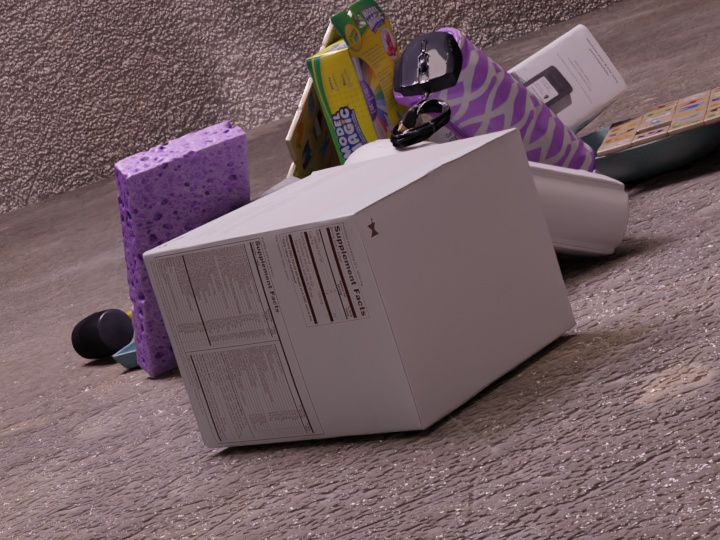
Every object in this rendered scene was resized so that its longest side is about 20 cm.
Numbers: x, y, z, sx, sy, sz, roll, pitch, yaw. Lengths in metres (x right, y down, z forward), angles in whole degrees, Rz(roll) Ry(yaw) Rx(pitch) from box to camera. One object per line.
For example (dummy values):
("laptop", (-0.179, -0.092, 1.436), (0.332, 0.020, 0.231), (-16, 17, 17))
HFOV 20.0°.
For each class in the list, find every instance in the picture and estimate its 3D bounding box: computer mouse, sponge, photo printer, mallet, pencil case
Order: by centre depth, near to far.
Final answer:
("photo printer", (0.090, -0.059, 1.626), (0.198, 0.070, 0.166), (9, 1, -24))
("computer mouse", (0.048, -0.150, 1.632), (0.058, 0.034, 0.200), (-11, 24, 11))
("sponge", (-0.141, -0.017, 1.696), (0.111, 0.202, 0.030), (-22, 39, -26))
("pencil case", (0.118, -0.125, 1.789), (0.084, 0.200, 0.086), (-2, 54, 58))
("mallet", (-0.178, 0.021, 1.910), (0.199, 0.041, 0.066), (-32, 7, -26))

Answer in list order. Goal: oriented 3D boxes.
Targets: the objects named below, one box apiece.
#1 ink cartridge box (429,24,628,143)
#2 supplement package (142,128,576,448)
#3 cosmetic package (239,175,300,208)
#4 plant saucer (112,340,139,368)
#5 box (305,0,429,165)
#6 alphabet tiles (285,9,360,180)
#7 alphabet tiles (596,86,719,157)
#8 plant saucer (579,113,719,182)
("ink cartridge box", (0.140, -0.136, 1.977), (0.199, 0.084, 0.145), (-35, -3, -33))
("supplement package", (0.001, 0.013, 1.382), (0.199, 0.148, 0.191), (-9, 14, 42))
("cosmetic package", (-0.040, -0.003, 1.617), (0.106, 0.091, 0.200), (-31, 26, -16))
("plant saucer", (-0.155, 0.049, 1.867), (0.069, 0.019, 0.200), (-14, 11, 22))
("box", (0.012, -0.131, 1.771), (0.048, 0.202, 0.117), (-12, 13, 23))
("alphabet tiles", (-0.029, -0.125, 1.826), (0.006, 0.202, 0.167), (11, -26, 16))
("alphabet tiles", (0.308, -0.148, 1.900), (0.166, 0.008, 0.200), (-17, 9, 15))
("plant saucer", (0.276, -0.118, 1.941), (0.199, 0.039, 0.201), (-18, 10, 3))
